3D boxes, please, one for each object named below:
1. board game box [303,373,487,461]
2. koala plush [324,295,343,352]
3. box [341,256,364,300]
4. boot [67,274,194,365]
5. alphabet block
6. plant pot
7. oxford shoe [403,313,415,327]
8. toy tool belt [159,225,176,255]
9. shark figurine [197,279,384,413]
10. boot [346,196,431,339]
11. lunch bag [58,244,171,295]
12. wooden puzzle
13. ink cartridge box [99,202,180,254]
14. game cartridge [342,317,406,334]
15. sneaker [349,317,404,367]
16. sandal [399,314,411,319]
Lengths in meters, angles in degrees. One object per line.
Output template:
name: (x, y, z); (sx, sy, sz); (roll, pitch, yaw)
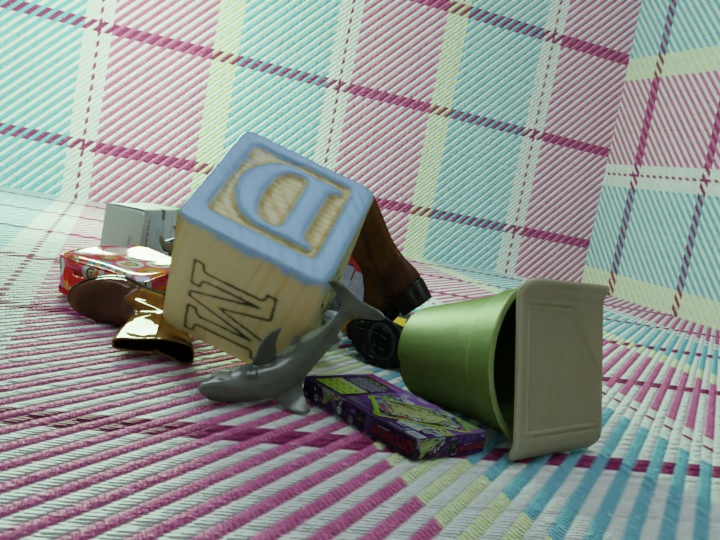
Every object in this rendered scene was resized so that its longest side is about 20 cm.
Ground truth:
board game box: (0.035, 0.165, 0.874); (0.118, 0.033, 0.198); (0, 13, -41)
koala plush: (-0.107, 0.042, 1.145); (0.173, 0.186, 0.202); (7, 43, -7)
box: (-0.071, -0.008, 1.374); (0.197, 0.101, 0.096); (24, -13, 0)
boot: (-0.315, 0.074, 1.013); (0.185, 0.070, 0.200); (18, 12, -14)
alphabet block: (-0.119, -0.018, 0.965); (0.194, 0.202, 0.197); (27, 44, 3)
plant pot: (0.151, 0.112, 0.957); (0.198, 0.205, 0.188); (5, -4, -43)
oxford shoe: (0.133, 0.082, 1.211); (0.075, 0.058, 0.199); (35, -41, -22)
toy tool belt: (-0.308, -0.036, 1.367); (0.197, 0.125, 0.124); (-15, -5, -28)
shark figurine: (-0.066, 0.111, 0.855); (0.090, 0.212, 0.129); (55, -5, 26)
boot: (0.000, 0.000, 1.246); (0.068, 0.202, 0.188); (-30, -3, -45)
lunch bag: (-0.379, 0.015, 1.197); (0.197, 0.084, 0.175); (15, 13, 27)
wooden puzzle: (0.232, 0.114, 0.885); (0.183, 0.205, 0.037); (5, 0, -43)
ink cartridge box: (-0.420, -0.052, 1.445); (0.082, 0.149, 0.200); (11, 6, 7)
game cartridge: (0.031, 0.107, 1.406); (0.197, 0.033, 0.175); (12, 6, 27)
sneaker: (0.075, 0.125, 1.178); (0.197, 0.077, 0.091); (21, 0, 20)
sandal: (0.028, 0.088, 1.547); (0.198, 0.044, 0.076); (27, 20, 30)
